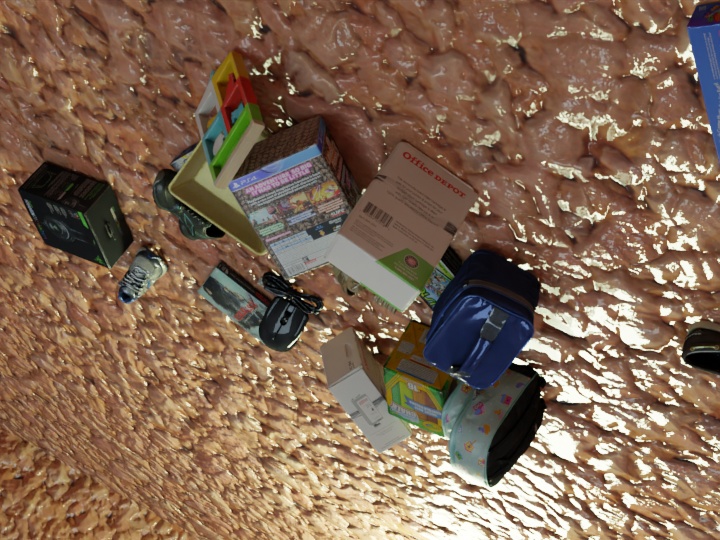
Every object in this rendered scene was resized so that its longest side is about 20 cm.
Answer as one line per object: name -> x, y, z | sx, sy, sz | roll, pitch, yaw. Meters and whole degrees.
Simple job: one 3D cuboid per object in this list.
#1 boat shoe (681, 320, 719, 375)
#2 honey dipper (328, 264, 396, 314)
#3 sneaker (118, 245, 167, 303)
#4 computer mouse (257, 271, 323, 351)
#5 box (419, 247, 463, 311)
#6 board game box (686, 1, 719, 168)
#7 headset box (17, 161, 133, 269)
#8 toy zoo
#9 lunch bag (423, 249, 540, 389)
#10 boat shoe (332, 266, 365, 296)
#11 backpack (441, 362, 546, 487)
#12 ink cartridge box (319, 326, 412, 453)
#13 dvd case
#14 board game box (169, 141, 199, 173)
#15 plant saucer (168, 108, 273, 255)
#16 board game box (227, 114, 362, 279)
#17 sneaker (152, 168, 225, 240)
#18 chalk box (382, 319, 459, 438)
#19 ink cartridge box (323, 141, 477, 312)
boat shoe -> 0.556, 0.131, 1.344 | 0.199, 0.061, 0.072 | 15, 142, 28
honey dipper -> -0.016, 0.013, 1.717 | 0.198, 0.038, 0.038 | 30, 147, 9
sneaker -> -0.484, 0.020, 2.090 | 0.077, 0.086, 0.200 | 36, 146, -4
computer mouse -> -0.161, 0.102, 1.913 | 0.137, 0.053, 0.201 | 28, 137, 4
box -> 0.132, 0.013, 1.589 | 0.200, 0.035, 0.109 | 47, 145, -19
board game box -> 0.446, -0.198, 1.039 | 0.133, 0.045, 0.201 | 4, 136, 38
headset box -> -0.590, -0.113, 2.008 | 0.198, 0.093, 0.175 | 19, 145, 21
toy zoo -> -0.204, -0.239, 1.450 | 0.020, 0.202, 0.132 | 12, 132, -35
lunch bag -> 0.184, 0.088, 1.499 | 0.135, 0.133, 0.201 | 27, 130, -3
boat shoe -> 0.000, 0.000, 1.605 | 0.200, 0.070, 0.065 | 127, 124, -78
backpack -> 0.226, 0.269, 1.679 | 0.152, 0.201, 0.177 | 18, 144, 24
ink cartridge box -> 0.009, 0.232, 1.864 | 0.082, 0.147, 0.201 | -31, 119, 8
dvd case -> -0.241, 0.075, 2.005 | 0.199, 0.022, 0.146 | 38, 147, -8
board game box -> -0.236, -0.173, 1.675 | 0.136, 0.035, 0.199 | 48, 144, -20
plant saucer -> -0.186, -0.153, 1.579 | 0.199, 0.049, 0.200 | 35, 119, -14
board game box -> -0.091, -0.112, 1.503 | 0.158, 0.097, 0.201 | -20, 122, 15
sneaker -> -0.314, -0.121, 1.769 | 0.078, 0.076, 0.200 | 15, 158, 25
chalk box -> 0.125, 0.213, 1.766 | 0.123, 0.124, 0.201 | 19, 144, 22
ink cartridge box -> 0.061, -0.066, 1.401 | 0.145, 0.201, 0.084 | 34, 150, -1
